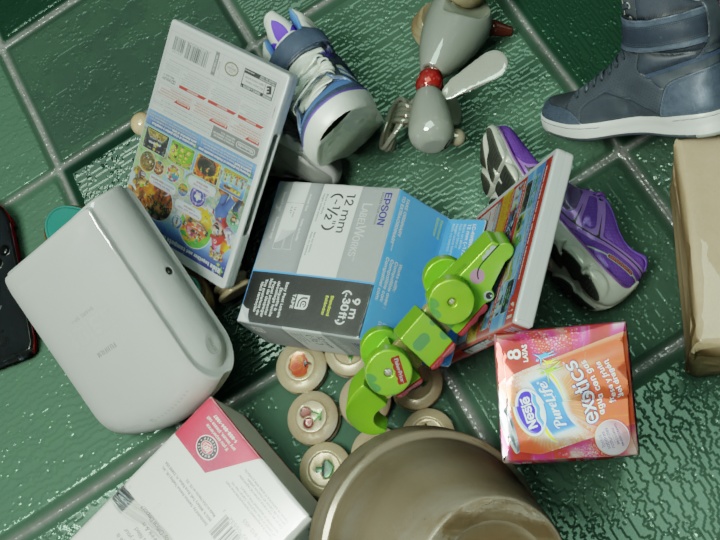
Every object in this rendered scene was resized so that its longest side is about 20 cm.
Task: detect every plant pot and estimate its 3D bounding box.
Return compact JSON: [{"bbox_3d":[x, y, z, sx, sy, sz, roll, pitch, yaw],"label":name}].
[{"bbox_3d":[0.071,0.220,0.795,0.196,0.173,0.204,2,83,-13],"label":"plant pot"}]

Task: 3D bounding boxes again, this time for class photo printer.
[{"bbox_3d":[-0.212,0.048,0.951,0.165,0.069,0.202,-29,97,37],"label":"photo printer"}]

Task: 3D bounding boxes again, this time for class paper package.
[{"bbox_3d":[0.366,-0.018,0.890,0.196,0.104,0.194,-4,70,12],"label":"paper package"}]

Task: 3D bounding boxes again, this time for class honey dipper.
[{"bbox_3d":[-0.166,-0.064,1.012,0.038,0.038,0.202,-30,80,0],"label":"honey dipper"}]

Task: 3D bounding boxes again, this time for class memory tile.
[{"bbox_3d":[0.009,0.142,0.959,0.151,0.017,0.203,-17,68,6],"label":"memory tile"}]

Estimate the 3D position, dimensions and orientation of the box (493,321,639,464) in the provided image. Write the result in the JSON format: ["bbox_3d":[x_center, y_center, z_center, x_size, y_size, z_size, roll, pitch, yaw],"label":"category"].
[{"bbox_3d":[0.162,0.101,0.836,0.098,0.200,0.098,-6,80,11],"label":"box"}]

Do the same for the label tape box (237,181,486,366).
[{"bbox_3d":[0.000,0.000,0.958,0.197,0.066,0.146,5,69,32],"label":"label tape box"}]

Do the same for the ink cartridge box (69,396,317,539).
[{"bbox_3d":[-0.143,0.237,0.916,0.200,0.084,0.145,-45,65,-2],"label":"ink cartridge box"}]

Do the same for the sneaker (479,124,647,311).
[{"bbox_3d":[0.182,-0.055,0.971,0.083,0.081,0.201,-32,74,-19],"label":"sneaker"}]

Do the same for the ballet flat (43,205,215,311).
[{"bbox_3d":[-0.219,0.001,1.028,0.197,0.072,0.069,24,78,20],"label":"ballet flat"}]

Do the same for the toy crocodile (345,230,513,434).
[{"bbox_3d":[0.055,0.050,0.865,0.062,0.068,0.200,40,97,-13],"label":"toy crocodile"}]

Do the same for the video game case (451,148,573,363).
[{"bbox_3d":[0.118,-0.005,0.894,0.017,0.200,0.145,19,75,-7],"label":"video game case"}]

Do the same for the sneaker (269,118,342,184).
[{"bbox_3d":[-0.109,-0.117,1.059,0.197,0.075,0.083,23,105,17],"label":"sneaker"}]

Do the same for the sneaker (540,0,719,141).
[{"bbox_3d":[0.231,-0.193,0.929,0.076,0.149,0.200,-32,23,-35],"label":"sneaker"}]

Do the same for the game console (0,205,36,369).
[{"bbox_3d":[-0.435,0.036,1.086,0.197,0.031,0.180,-20,68,6],"label":"game console"}]

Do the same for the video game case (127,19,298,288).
[{"bbox_3d":[-0.143,-0.106,0.963,0.142,0.018,0.203,28,109,25],"label":"video game case"}]

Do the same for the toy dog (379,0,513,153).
[{"bbox_3d":[0.098,-0.195,1.016,0.095,0.132,0.204,18,82,-15],"label":"toy dog"}]

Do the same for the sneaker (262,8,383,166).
[{"bbox_3d":[-0.052,-0.177,0.975,0.080,0.200,0.147,-41,88,10],"label":"sneaker"}]
